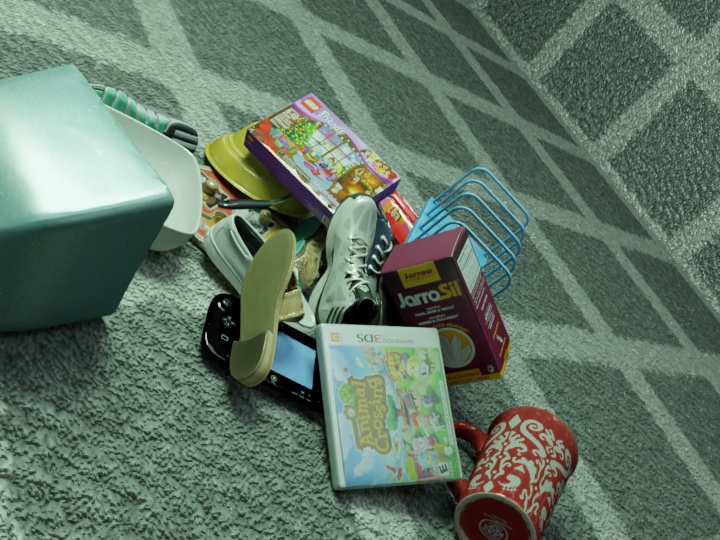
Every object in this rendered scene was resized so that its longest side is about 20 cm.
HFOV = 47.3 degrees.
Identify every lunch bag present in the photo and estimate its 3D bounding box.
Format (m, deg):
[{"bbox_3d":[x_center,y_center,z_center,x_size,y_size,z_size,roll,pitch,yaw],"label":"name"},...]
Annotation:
[{"bbox_3d":[0.082,-0.040,1.366,0.200,0.082,0.176,54,2,13],"label":"lunch bag"}]

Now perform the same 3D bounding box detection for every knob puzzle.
[{"bbox_3d":[-0.204,-0.096,1.182,0.219,0.030,0.220,28,33,-20],"label":"knob puzzle"}]

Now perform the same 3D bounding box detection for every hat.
[{"bbox_3d":[0.040,0.090,1.178,0.200,0.080,0.202,40,44,-52],"label":"hat"}]

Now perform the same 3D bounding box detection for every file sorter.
[{"bbox_3d":[0.163,-0.046,1.240,0.139,0.123,0.200,44,35,-10],"label":"file sorter"}]

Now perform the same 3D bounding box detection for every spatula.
[{"bbox_3d":[-0.120,-0.106,1.201,0.199,0.021,0.056,-14,31,-37],"label":"spatula"}]

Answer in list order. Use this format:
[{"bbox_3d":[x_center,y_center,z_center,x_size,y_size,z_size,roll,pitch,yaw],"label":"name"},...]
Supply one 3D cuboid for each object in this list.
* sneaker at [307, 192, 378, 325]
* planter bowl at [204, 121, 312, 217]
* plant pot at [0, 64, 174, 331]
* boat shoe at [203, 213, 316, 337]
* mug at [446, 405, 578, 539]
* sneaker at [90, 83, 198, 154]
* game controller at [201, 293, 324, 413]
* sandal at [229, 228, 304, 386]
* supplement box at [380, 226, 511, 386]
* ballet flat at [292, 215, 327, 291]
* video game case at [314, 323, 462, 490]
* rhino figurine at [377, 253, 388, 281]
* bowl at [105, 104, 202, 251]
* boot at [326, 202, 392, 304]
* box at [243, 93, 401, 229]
[{"bbox_3d":[0.000,0.000,1.115,0.075,0.202,0.115,13,7,-36],"label":"sneaker"},{"bbox_3d":[-0.138,-0.176,1.297,0.200,0.084,0.201,31,19,-12],"label":"planter bowl"},{"bbox_3d":[-0.342,-0.056,0.797,0.196,0.197,0.200,50,38,14],"label":"plant pot"},{"bbox_3d":[-0.120,0.008,1.093,0.200,0.068,0.072,52,34,-6],"label":"boat shoe"},{"bbox_3d":[0.186,0.289,1.103,0.200,0.176,0.134,-40,120,-58],"label":"mug"},{"bbox_3d":[-0.333,-0.213,1.172,0.199,0.075,0.087,22,11,-39],"label":"sneaker"},{"bbox_3d":[-0.107,0.105,1.025,0.199,0.042,0.105,30,30,-23],"label":"game controller"},{"bbox_3d":[-0.103,0.055,1.007,0.070,0.077,0.213,44,42,-39],"label":"sandal"},{"bbox_3d":[0.122,0.055,1.141,0.201,0.110,0.086,65,28,-21],"label":"supplement box"},{"bbox_3d":[-0.081,-0.022,1.225,0.066,0.070,0.200,62,20,-16],"label":"ballet flat"},{"bbox_3d":[0.036,0.166,1.029,0.181,0.022,0.201,5,67,-31],"label":"video game case"},{"bbox_3d":[0.016,-0.021,1.331,0.200,0.060,0.087,45,-8,1],"label":"rhino figurine"},{"bbox_3d":[-0.302,-0.112,1.039,0.199,0.075,0.200,25,33,-29],"label":"bowl"},{"bbox_3d":[0.013,-0.022,1.243,0.073,0.090,0.201,5,66,-80],"label":"boot"},{"bbox_3d":[-0.056,-0.162,1.216,0.200,0.039,0.137,44,55,12],"label":"box"}]
